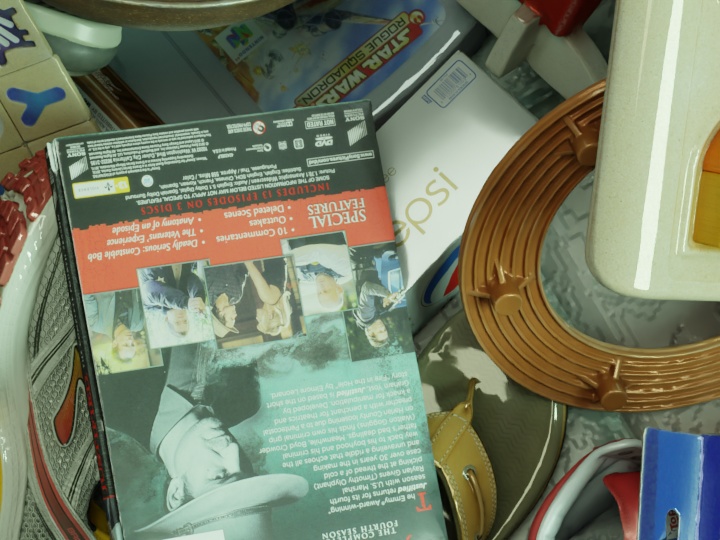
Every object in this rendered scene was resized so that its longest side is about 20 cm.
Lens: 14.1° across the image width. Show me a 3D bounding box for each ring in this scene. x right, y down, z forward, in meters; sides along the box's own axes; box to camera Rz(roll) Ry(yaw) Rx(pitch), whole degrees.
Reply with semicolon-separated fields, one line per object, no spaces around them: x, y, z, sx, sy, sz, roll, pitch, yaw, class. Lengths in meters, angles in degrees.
0.139;-0.010;1.217;0.200;0.201;0.019;-19;44;1;ring

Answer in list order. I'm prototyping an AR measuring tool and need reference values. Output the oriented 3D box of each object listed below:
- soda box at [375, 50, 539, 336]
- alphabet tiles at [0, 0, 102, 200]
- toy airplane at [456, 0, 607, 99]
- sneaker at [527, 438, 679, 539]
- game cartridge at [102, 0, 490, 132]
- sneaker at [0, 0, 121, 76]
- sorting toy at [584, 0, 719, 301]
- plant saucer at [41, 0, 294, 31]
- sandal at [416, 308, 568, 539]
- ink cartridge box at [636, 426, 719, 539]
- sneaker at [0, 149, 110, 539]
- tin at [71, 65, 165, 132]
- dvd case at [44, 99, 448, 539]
0.000;0.000;1.290;0.200;0.068;0.064;-45;74;-5;soda box
-0.210;-0.048;1.269;0.199;0.167;0.006;-18;29;20;alphabet tiles
0.108;-0.155;1.226;0.141;0.200;0.199;-46;33;-14;toy airplane
0.160;0.096;1.221;0.199;0.113;0.071;-23;74;0;sneaker
-0.024;-0.119;1.344;0.200;0.042;0.133;-39;70;-4;game cartridge
-0.197;-0.079;1.293;0.199;0.075;0.107;8;99;24;sneaker
0.185;-0.078;1.144;0.199;0.036;0.186;3;97;-34;sorting toy
-0.089;-0.159;1.262;0.199;0.037;0.201;4;40;-3;plant saucer
0.024;0.103;1.266;0.080;0.054;0.200;33;82;15;sandal
0.201;0.123;1.186;0.199;0.039;0.100;9;80;-29;ink cartridge box
-0.132;0.040;1.266;0.082;0.078;0.201;2;114;-14;sneaker
-0.159;-0.056;1.326;0.200;0.042;0.112;45;106;17;tin
-0.047;0.035;1.214;0.145;0.022;0.201;-9;84;-21;dvd case
